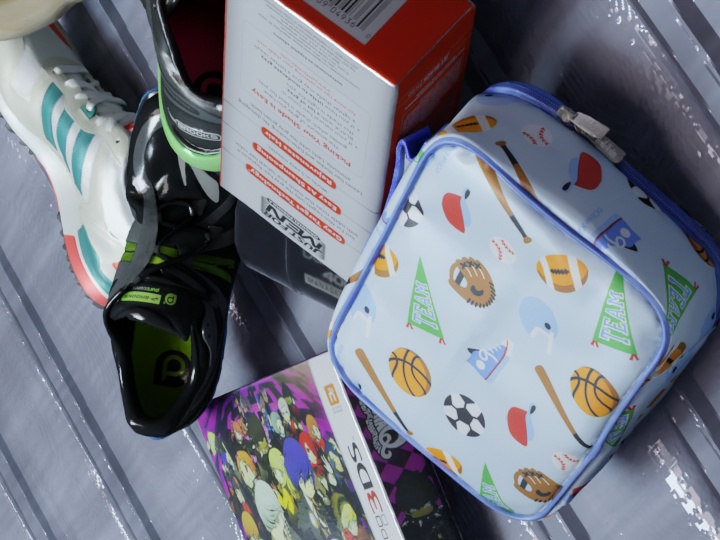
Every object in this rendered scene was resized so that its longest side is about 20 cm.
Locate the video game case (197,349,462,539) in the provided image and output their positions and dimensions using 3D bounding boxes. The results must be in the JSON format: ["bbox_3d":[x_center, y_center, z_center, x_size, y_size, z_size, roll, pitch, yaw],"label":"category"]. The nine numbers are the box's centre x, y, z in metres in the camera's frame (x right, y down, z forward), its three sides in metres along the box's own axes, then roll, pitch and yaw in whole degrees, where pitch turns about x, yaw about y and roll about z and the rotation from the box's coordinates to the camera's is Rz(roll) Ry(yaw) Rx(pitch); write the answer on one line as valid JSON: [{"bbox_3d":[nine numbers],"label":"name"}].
[{"bbox_3d":[-0.011,0.138,1.411,0.200,0.036,0.182,-24,87,63],"label":"video game case"}]

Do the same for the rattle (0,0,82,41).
[{"bbox_3d":[-0.246,-0.182,1.428,0.143,0.199,0.131,-95,-2,-74],"label":"rattle"}]

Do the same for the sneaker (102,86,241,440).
[{"bbox_3d":[-0.100,-0.001,1.414,0.083,0.070,0.201,-67,-17,-74],"label":"sneaker"}]

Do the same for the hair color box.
[{"bbox_3d":[-0.010,-0.080,1.220,0.101,0.061,0.200,37,155,14],"label":"hair color box"}]

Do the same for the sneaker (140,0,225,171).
[{"bbox_3d":[-0.087,-0.153,1.338,0.201,0.076,0.084,66,156,11],"label":"sneaker"}]

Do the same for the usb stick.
[{"bbox_3d":[0.000,0.000,1.345,0.200,0.032,0.056,25,122,47],"label":"usb stick"}]

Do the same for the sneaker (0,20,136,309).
[{"bbox_3d":[-0.146,-0.080,1.496,0.093,0.070,0.201,-30,79,38],"label":"sneaker"}]

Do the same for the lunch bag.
[{"bbox_3d":[0.071,0.012,1.182,0.160,0.076,0.200,41,138,11],"label":"lunch bag"}]
